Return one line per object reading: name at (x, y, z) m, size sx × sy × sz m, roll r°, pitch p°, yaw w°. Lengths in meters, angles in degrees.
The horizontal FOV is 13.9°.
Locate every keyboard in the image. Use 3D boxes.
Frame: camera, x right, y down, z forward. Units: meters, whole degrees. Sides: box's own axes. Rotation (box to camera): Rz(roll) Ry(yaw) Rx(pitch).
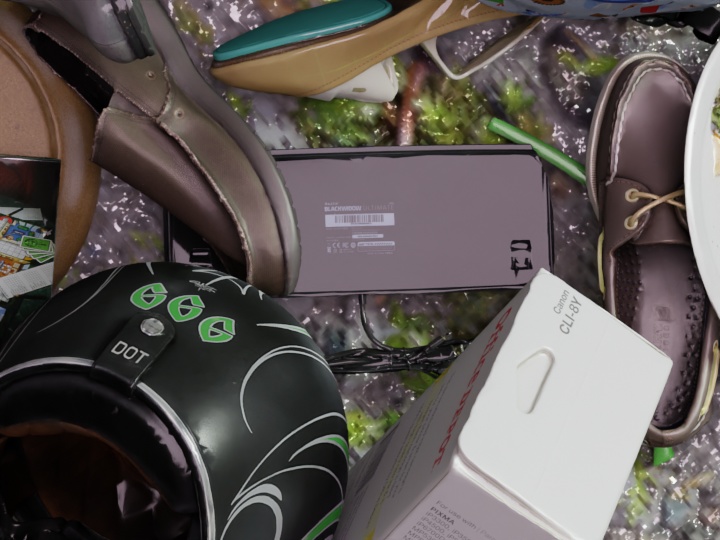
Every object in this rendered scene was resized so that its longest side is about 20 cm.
keyboard at (0.000, 0.000, 1.509) m, size 0.200 × 0.021 × 0.127 m, roll -1°, pitch 82°, yaw -2°

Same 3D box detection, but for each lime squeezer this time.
lime squeezer at (0.141, -0.004, 1.536) m, size 0.071 × 0.038 × 0.200 m, roll -26°, pitch 94°, yaw 24°

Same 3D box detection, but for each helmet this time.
helmet at (-0.097, 0.094, 1.411) m, size 0.200 × 0.191 × 0.200 m, roll 5°, pitch 103°, yaw 21°

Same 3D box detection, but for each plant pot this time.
plant pot at (-0.229, -0.056, 1.481) m, size 0.200 × 0.027 × 0.200 m, roll 0°, pitch 88°, yaw -8°

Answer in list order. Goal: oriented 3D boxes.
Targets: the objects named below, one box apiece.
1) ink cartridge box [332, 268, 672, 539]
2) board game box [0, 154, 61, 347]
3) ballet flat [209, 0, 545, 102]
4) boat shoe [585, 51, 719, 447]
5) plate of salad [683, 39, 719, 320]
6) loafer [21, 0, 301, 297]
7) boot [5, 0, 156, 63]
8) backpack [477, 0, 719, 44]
ink cartridge box at (0.049, 0.117, 1.410) m, size 0.083 × 0.200 × 0.145 m, roll 34°, pitch 44°, yaw -6°
board game box at (-0.248, -0.010, 1.438) m, size 0.200 × 0.023 × 0.105 m, roll 4°, pitch 96°, yaw -19°
ballet flat at (0.024, -0.118, 1.501) m, size 0.200 × 0.069 × 0.063 m, roll -23°, pitch 106°, yaw -7°
boat shoe at (0.150, -0.011, 1.481) m, size 0.072 × 0.060 × 0.200 m, roll 1°, pitch 89°, yaw -3°
plate of salad at (0.233, -0.038, 1.492) m, size 0.200 × 0.048 × 0.200 m, roll 8°, pitch 79°, yaw -45°
loafer at (-0.101, -0.062, 1.464) m, size 0.071 × 0.073 × 0.200 m, roll -30°, pitch 74°, yaw -20°
boot at (-0.186, -0.134, 1.422) m, size 0.132 × 0.200 × 0.070 m, roll -27°, pitch 129°, yaw -12°
backpack at (0.121, -0.206, 1.431) m, size 0.190 × 0.154 × 0.200 m, roll -12°, pitch 90°, yaw -29°
